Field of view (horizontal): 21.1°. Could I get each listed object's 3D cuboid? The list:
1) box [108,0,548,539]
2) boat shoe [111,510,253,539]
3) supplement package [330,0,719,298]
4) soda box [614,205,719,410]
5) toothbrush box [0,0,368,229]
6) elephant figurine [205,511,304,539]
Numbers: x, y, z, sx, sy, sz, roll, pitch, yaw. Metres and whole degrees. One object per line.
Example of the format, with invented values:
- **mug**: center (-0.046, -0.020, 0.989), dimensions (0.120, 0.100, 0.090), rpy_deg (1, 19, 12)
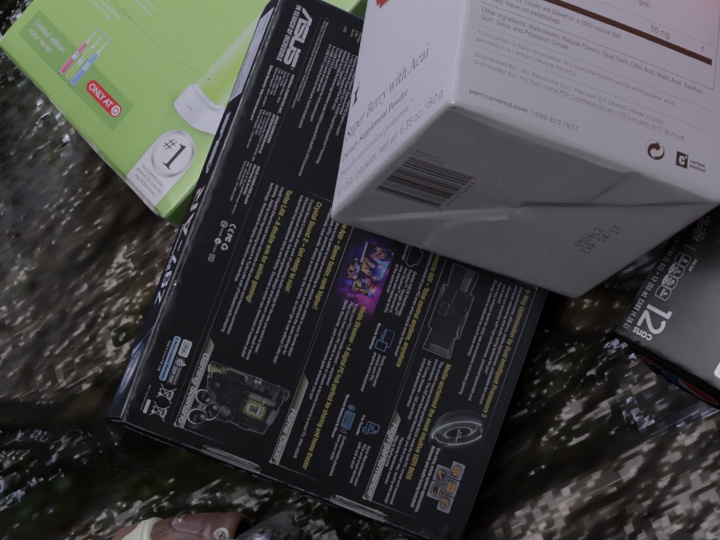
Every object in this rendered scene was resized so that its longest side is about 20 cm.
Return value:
- **box**: center (0.000, 0.000, 0.843), dimensions (0.159, 0.044, 0.201), rpy_deg (22, 82, -13)
- **boat shoe**: center (-0.062, 0.200, 0.845), dimensions (0.074, 0.075, 0.204), rpy_deg (-16, 67, 13)
- **supplement package**: center (0.075, -0.112, 0.789), dimensions (0.121, 0.119, 0.201), rpy_deg (139, 145, -59)
- **soda box**: center (0.189, -0.036, 0.803), dimensions (0.063, 0.071, 0.201), rpy_deg (30, 87, 29)
- **toothbrush box**: center (-0.053, -0.129, 0.938), dimensions (0.200, 0.086, 0.146), rpy_deg (-49, 62, 4)
- **elephant figurine**: center (-0.019, 0.177, 0.718), dimensions (0.199, 0.141, 0.156), rpy_deg (4, 86, 43)
